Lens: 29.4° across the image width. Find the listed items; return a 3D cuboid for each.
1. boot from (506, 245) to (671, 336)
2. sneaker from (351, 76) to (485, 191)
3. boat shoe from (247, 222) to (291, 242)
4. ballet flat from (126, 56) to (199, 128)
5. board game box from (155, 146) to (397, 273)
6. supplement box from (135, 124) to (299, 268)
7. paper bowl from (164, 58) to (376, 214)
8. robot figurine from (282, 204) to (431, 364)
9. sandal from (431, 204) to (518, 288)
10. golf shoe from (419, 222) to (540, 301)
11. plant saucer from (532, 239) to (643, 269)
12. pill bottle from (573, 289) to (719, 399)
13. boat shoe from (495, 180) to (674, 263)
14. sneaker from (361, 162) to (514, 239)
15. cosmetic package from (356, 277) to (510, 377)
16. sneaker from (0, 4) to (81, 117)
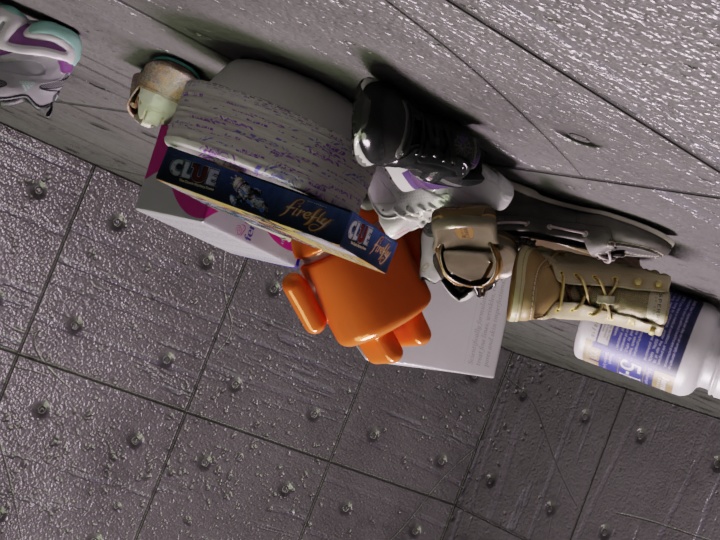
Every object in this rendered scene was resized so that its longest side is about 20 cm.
[{"bbox_3d":[0.233,0.025,1.382,0.155,0.073,0.200,14,-171,16],"label":"boot"},{"bbox_3d":[0.056,-0.116,1.174,0.087,0.076,0.200,4,174,20],"label":"sneaker"},{"bbox_3d":[-0.072,-0.064,1.526,0.200,0.062,0.072,30,-155,-54],"label":"boat shoe"},{"bbox_3d":[-0.223,-0.192,1.530,0.068,0.068,0.200,25,175,-15],"label":"ballet flat"},{"bbox_3d":[-0.077,-0.057,1.297,0.199,0.035,0.135,21,176,22],"label":"board game box"},{"bbox_3d":[-0.146,-0.081,1.552,0.103,0.102,0.200,12,173,33],"label":"supplement box"},{"bbox_3d":[-0.078,-0.130,1.313,0.200,0.105,0.201,21,176,2],"label":"paper bowl"},{"bbox_3d":[-0.001,0.001,1.451,0.201,0.143,0.117,63,-163,-6],"label":"robot figurine"},{"bbox_3d":[0.109,-0.013,1.331,0.080,0.054,0.200,-8,164,10],"label":"sandal"},{"bbox_3d":[0.126,-0.009,1.485,0.078,0.095,0.199,14,177,45],"label":"golf shoe"},{"bbox_3d":[0.225,-0.034,1.531,0.199,0.030,0.200,21,175,2],"label":"plant saucer"},{"bbox_3d":[0.372,0.084,1.669,0.199,0.120,0.120,20,176,17],"label":"pill bottle"},{"bbox_3d":[0.211,-0.036,1.364,0.199,0.057,0.067,20,176,26],"label":"boat shoe"},{"bbox_3d":[0.065,-0.072,1.347,0.199,0.100,0.078,18,175,46],"label":"sneaker"},{"bbox_3d":[0.082,0.024,1.697,0.164,0.166,0.200,9,-172,-11],"label":"cosmetic package"},{"bbox_3d":[-0.422,-0.232,1.517,0.199,0.141,0.078,21,176,-4],"label":"sneaker"}]
